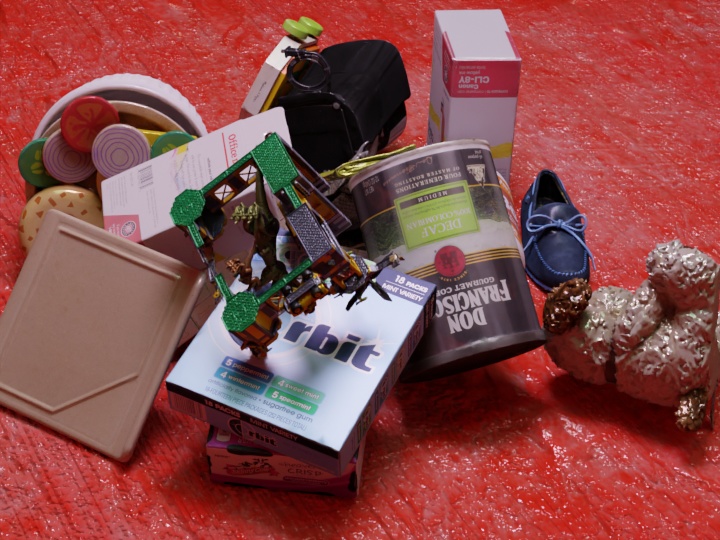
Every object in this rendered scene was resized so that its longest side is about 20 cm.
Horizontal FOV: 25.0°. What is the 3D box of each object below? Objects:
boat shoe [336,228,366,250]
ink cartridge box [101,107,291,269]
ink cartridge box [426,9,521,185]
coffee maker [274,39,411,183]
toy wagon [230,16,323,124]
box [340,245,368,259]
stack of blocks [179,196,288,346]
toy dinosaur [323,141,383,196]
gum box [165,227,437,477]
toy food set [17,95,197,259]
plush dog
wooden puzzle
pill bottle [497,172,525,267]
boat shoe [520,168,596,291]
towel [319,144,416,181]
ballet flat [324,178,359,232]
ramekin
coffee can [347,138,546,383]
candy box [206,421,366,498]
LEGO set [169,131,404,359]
[{"bbox_3d":[0.000,0.000,1.704,0.073,0.065,0.200,-5,33,-18],"label":"boat shoe"},{"bbox_3d":[-0.146,-0.068,1.571,0.199,0.068,0.117,-23,42,9],"label":"ink cartridge box"},{"bbox_3d":[0.129,-0.185,1.903,0.083,0.201,0.146,-2,32,-7],"label":"ink cartridge box"},{"bbox_3d":[-0.017,-0.198,1.904,0.134,0.193,0.200,16,33,8],"label":"coffee maker"},{"bbox_3d":[-0.094,-0.234,1.989,0.039,0.156,0.200,32,17,6],"label":"toy wagon"},{"bbox_3d":[-0.046,0.059,1.582,0.116,0.049,0.201,12,47,10],"label":"box"},{"bbox_3d":[-0.162,-0.011,1.618,0.199,0.059,0.115,-37,42,-9],"label":"stack of blocks"},{"bbox_3d":[-0.069,-0.074,1.822,0.199,0.077,0.102,-14,13,36],"label":"toy dinosaur"},{"bbox_3d":[-0.049,0.066,1.433,0.169,0.045,0.201,19,53,17],"label":"gum box"},{"bbox_3d":[-0.253,-0.081,1.667,0.198,0.200,0.049,6,20,-4],"label":"toy food set"},{"bbox_3d":[0.258,0.072,1.567,0.170,0.200,0.162,7,66,22],"label":"plush dog"},{"bbox_3d":[-0.249,0.058,1.494,0.199,0.186,0.037,21,-5,27],"label":"wooden puzzle"},{"bbox_3d":[0.115,-0.050,1.761,0.111,0.113,0.201,3,32,-4],"label":"pill bottle"},{"bbox_3d":[0.209,-0.047,1.813,0.083,0.069,0.200,-1,32,-11],"label":"boat shoe"},{"bbox_3d":[-0.002,-0.106,1.652,0.085,0.018,0.200,-13,3,-11],"label":"towel"},{"bbox_3d":[-0.073,-0.047,1.722,0.199,0.047,0.068,-21,33,8],"label":"ballet flat"},{"bbox_3d":[-0.251,-0.115,1.737,0.198,0.202,0.105,3,20,-4],"label":"ramekin"},{"bbox_3d":[0.081,-0.007,1.558,0.145,0.202,0.146,-15,-9,-3],"label":"coffee can"},{"bbox_3d":[-0.056,0.101,1.473,0.135,0.061,0.201,5,49,4],"label":"candy box"},{"bbox_3d":[-0.066,-0.012,1.424,0.154,0.116,0.200,-43,51,4],"label":"LEGO set"}]
